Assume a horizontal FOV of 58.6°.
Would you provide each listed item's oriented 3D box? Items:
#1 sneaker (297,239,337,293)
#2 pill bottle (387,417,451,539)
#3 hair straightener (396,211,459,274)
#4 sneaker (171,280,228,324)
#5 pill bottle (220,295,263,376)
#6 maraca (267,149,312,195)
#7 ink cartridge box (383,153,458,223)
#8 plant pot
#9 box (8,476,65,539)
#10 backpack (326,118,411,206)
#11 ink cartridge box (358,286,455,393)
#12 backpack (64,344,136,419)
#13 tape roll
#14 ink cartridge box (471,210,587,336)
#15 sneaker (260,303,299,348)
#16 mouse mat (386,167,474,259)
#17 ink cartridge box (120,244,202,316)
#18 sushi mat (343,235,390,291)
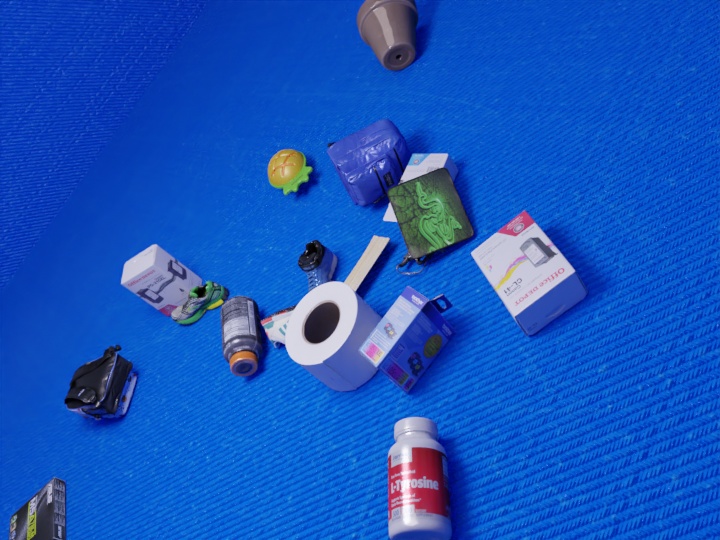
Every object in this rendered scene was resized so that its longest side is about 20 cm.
[{"bbox_3d":[-0.120,0.018,1.616,0.075,0.111,0.204,-10,53,34],"label":"sneaker"},{"bbox_3d":[0.103,0.376,1.150,0.110,0.112,0.204,-21,47,26],"label":"pill bottle"},{"bbox_3d":[0.161,-0.063,1.489,0.199,0.041,0.077,-43,42,-4],"label":"hair straightener"},{"bbox_3d":[-0.488,0.087,1.898,0.197,0.085,0.079,-32,43,18],"label":"sneaker"},{"bbox_3d":[-0.307,0.173,1.661,0.105,0.106,0.203,-31,44,16],"label":"pill bottle"},{"bbox_3d":[-0.214,-0.298,1.943,0.137,0.107,0.200,-44,41,1],"label":"maraca"},{"bbox_3d":[0.148,-0.186,1.577,0.114,0.068,0.204,8,65,42],"label":"ink cartridge box"},{"bbox_3d":[0.099,-0.719,1.961,0.197,0.199,0.179,-25,62,22],"label":"plant pot"},{"bbox_3d":[-0.904,0.722,1.792,0.192,0.047,0.202,-42,42,10],"label":"box"},{"bbox_3d":[0.041,-0.276,1.678,0.197,0.164,0.170,-30,52,0],"label":"backpack"},{"bbox_3d":[0.106,0.131,1.318,0.202,0.136,0.076,-52,43,-6],"label":"ink cartridge box"},{"bbox_3d":[-0.766,0.346,1.886,0.186,0.155,0.204,-12,45,23],"label":"backpack"},{"bbox_3d":[-0.052,0.148,1.438,0.199,0.139,0.207,-22,48,26],"label":"tape roll"},{"bbox_3d":[0.329,0.002,1.268,0.146,0.086,0.202,-37,41,10],"label":"ink cartridge box"},{"bbox_3d":[-0.160,0.138,1.582,0.197,0.096,0.070,-19,5,37],"label":"sneaker"},{"bbox_3d":[0.160,-0.136,1.490,0.157,0.008,0.204,-21,64,3],"label":"mouse mat"},{"bbox_3d":[-0.602,0.033,1.948,0.142,0.200,0.086,-26,44,21],"label":"ink cartridge box"},{"bbox_3d":[0.000,0.000,1.581,0.202,0.012,0.095,-56,23,-10],"label":"sushi mat"}]
